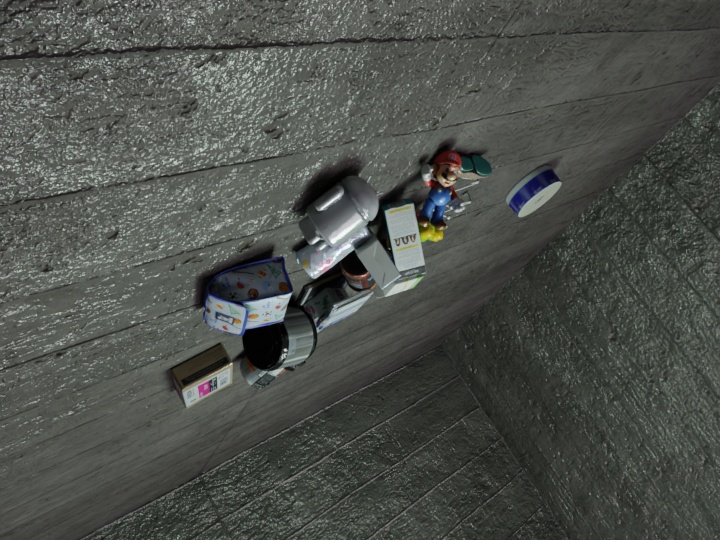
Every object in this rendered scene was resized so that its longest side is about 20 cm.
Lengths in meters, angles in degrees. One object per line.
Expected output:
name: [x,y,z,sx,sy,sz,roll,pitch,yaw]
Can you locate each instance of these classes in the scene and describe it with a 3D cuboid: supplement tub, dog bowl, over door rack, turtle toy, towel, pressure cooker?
supplement tub: [-0.285,0.279,1.970,0.200,0.123,0.122,-42,161,20]
dog bowl: [0.637,-0.290,2.253,0.198,0.079,0.201,-32,163,-11]
over door rack: [0.273,-0.196,1.851,0.198,0.067,0.148,-31,163,-11]
turtle toy: [0.139,-0.125,1.728,0.144,0.103,0.199,-16,170,27]
towel: [-0.050,0.117,1.843,0.145,0.024,0.200,-23,167,-26]
pressure cooker: [-0.222,0.195,1.778,0.176,0.180,0.199,-47,158,27]
supplement tub: [0.000,0.000,1.790,0.106,0.108,0.200,-32,161,-6]

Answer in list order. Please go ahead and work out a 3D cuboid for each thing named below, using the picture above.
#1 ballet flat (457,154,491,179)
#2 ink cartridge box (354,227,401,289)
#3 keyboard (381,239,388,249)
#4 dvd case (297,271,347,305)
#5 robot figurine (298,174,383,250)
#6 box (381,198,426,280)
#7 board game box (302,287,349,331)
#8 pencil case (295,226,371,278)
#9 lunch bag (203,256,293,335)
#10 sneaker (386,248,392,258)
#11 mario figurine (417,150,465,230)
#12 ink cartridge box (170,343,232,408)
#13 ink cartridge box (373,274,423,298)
ballet flat: [0.291,-0.283,1.687,0.067,0.069,0.198,-22,167,37]
ink cartridge box: [0.036,-0.038,1.611,0.067,0.117,0.200,-35,-165,3]
keyboard: [0.091,-0.071,1.922,0.198,0.040,0.105,-23,136,-29]
dvd case: [-0.110,0.058,1.895,0.198,0.016,0.149,-24,161,-33]
robot figurine: [-0.041,-0.131,1.364,0.199,0.114,0.169,-37,156,7]
box: [0.117,-0.083,1.635,0.081,0.203,0.049,-13,-157,-2]
board game box: [-0.136,0.138,1.928,0.199,0.065,0.147,-37,164,16]
pencil case: [-0.067,-0.067,1.538,0.199,0.084,0.091,-38,143,7]
lunch bag: [-0.273,0.069,1.460,0.197,0.126,0.171,-10,154,-23]
sneaker: [0.098,-0.014,1.786,0.076,0.088,0.200,11,180,-10]
mario figurine: [0.210,-0.204,1.561,0.123,0.105,0.204,-11,120,-54]
ink cartridge box: [-0.466,0.316,1.818,0.163,0.076,0.201,-28,162,-23]
ink cartridge box: [0.102,0.010,1.987,0.198,0.118,0.067,-15,154,-48]
